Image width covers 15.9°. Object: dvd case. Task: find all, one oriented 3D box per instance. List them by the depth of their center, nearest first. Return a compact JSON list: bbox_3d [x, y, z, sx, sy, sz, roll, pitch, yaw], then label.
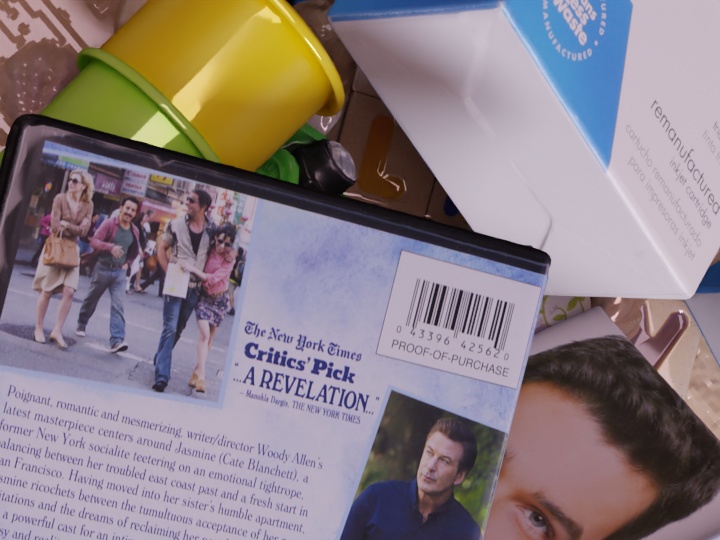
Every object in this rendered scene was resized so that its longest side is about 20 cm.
[{"bbox_3d":[-0.041,0.075,0.634,0.142,0.018,0.201,14,90,-19],"label":"dvd case"}]

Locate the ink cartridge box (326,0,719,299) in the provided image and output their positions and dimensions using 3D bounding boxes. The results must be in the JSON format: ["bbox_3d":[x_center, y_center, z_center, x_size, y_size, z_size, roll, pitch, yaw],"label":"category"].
[{"bbox_3d":[0.087,-0.103,0.753,0.116,0.067,0.201,52,55,-33],"label":"ink cartridge box"}]

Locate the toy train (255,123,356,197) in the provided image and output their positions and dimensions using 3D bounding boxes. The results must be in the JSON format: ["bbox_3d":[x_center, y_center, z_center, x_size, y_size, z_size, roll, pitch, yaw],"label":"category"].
[{"bbox_3d":[-0.084,0.016,0.733,0.200,0.057,0.042,-37,140,17],"label":"toy train"}]

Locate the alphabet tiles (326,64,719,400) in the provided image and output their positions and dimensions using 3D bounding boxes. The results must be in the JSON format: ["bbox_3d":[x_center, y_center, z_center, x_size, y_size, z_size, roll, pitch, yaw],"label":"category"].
[{"bbox_3d":[0.023,-0.031,0.818,0.199,0.008,0.168,16,85,-10],"label":"alphabet tiles"}]

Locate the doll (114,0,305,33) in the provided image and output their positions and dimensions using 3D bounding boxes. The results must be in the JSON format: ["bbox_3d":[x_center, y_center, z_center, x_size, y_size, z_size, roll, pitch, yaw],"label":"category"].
[{"bbox_3d":[-0.021,-0.133,0.754,0.136,0.048,0.201,27,59,-9],"label":"doll"}]

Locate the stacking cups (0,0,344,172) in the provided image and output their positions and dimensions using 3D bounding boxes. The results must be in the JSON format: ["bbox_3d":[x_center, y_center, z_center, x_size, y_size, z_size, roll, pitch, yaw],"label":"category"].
[{"bbox_3d":[-0.094,0.001,0.648,0.200,0.060,0.061,-43,96,-14],"label":"stacking cups"}]

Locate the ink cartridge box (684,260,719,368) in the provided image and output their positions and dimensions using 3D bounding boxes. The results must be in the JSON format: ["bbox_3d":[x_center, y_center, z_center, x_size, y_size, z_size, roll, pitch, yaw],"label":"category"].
[{"bbox_3d":[0.219,0.006,0.823,0.199,0.068,0.117,-30,96,-12],"label":"ink cartridge box"}]

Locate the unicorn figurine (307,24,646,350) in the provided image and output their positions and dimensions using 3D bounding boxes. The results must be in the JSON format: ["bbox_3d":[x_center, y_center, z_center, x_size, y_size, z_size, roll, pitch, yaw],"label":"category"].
[{"bbox_3d":[0.000,0.000,0.771,0.198,0.074,0.138,-1,84,-9],"label":"unicorn figurine"}]

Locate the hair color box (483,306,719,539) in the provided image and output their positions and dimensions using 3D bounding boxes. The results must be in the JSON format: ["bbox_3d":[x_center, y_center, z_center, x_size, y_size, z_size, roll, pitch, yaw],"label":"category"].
[{"bbox_3d":[0.009,0.095,0.722,0.199,0.099,0.061,-23,134,-16],"label":"hair color box"}]
